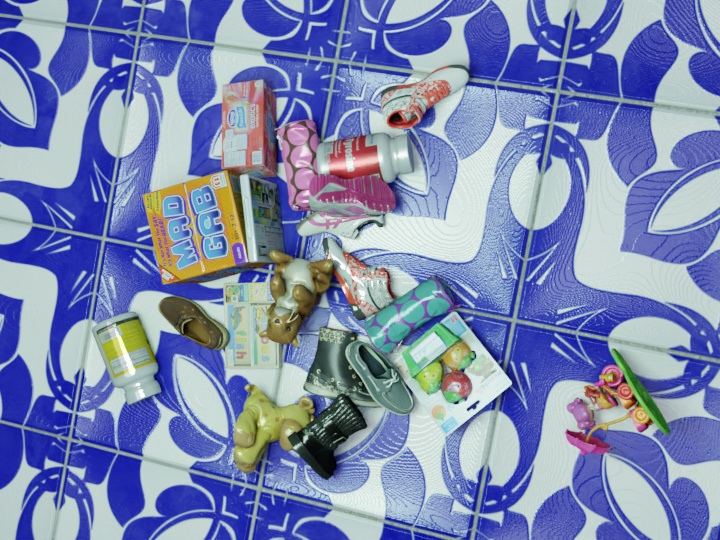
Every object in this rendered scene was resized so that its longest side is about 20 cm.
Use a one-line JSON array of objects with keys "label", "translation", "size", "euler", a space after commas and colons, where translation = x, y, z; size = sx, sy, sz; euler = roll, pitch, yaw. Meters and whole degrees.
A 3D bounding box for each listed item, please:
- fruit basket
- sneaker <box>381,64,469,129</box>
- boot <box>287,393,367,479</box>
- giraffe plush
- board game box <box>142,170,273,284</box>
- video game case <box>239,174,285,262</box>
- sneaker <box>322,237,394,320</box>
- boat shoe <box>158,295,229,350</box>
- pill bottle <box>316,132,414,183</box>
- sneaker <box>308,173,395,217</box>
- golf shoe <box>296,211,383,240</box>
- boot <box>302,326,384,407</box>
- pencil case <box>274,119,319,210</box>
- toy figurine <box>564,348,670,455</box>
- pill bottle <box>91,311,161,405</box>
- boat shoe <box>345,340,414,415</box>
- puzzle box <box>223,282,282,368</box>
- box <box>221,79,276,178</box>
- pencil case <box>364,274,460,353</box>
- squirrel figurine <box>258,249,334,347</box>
[{"label": "fruit basket", "translation": [0.190, 0.218, 1.632], "size": [0.185, 0.094, 0.200], "euler": [-40, 64, 9]}, {"label": "sneaker", "translation": [0.141, -0.364, 1.636], "size": [0.201, 0.067, 0.108], "euler": [-14, 46, 15]}, {"label": "boot", "translation": [-0.054, 0.364, 1.662], "size": [0.158, 0.211, 0.079], "euler": [-38, 58, -8]}, {"label": "giraffe plush", "translation": [-0.186, 0.351, 1.711], "size": [0.162, 0.173, 0.200], "euler": [7, 57, 2]}, {"label": "board game box", "translation": [-0.328, -0.089, 1.697], "size": [0.199, 0.200, 0.200], "euler": [-15, 87, 11]}, {"label": "video game case", "translation": [-0.211, -0.108, 1.673], "size": [0.022, 0.200, 0.183], "euler": [-7, 89, 12]}, {"label": "sneaker", "translation": [0.000, 0.000, 1.699], "size": [0.108, 0.067, 0.202], "euler": [-26, 88, 10]}, {"label": "boat shoe", "translation": [-0.396, 0.118, 1.771], "size": [0.200, 0.068, 0.072], "euler": [31, 100, 21]}, {"label": "pill bottle", "translation": [0.012, -0.239, 1.671], "size": [0.199, 0.112, 0.113], "euler": [-8, 88, 12]}, {"label": "sneaker", "translation": [-0.023, -0.155, 1.633], "size": [0.199, 0.088, 0.082], "euler": [8, 71, -18]}, {"label": "golf shoe", "translation": [-0.046, -0.106, 1.704], "size": [0.200, 0.073, 0.092], "euler": [-19, 88, 11]}, {"label": "boot", "translation": [-0.017, 0.216, 1.700], "size": [0.203, 0.073, 0.154], "euler": [11, 88, 9]}, {"label": "pencil case", "translation": [-0.132, -0.231, 1.716], "size": [0.093, 0.091, 0.201], "euler": [-9, 86, -23]}, {"label": "toy figurine", "translation": [0.498, 0.291, 1.575], "size": [0.184, 0.150, 0.200], "euler": [-36, 61, 19]}, {"label": "pill bottle", "translation": [-0.541, 0.207, 1.788], "size": [0.111, 0.111, 0.200], "euler": [-23, 85, 11]}, {"label": "boat shoe", "translation": [0.047, 0.232, 1.644], "size": [0.073, 0.062, 0.200], "euler": [-41, 92, -23]}, {"label": "puzzle box", "translation": [-0.249, 0.127, 1.771], "size": [0.133, 0.025, 0.201], "euler": [-2, 89, 11]}, {"label": "box", "translation": [-0.250, -0.313, 1.720], "size": [0.102, 0.095, 0.201], "euler": [-4, 79, 12]}, {"label": "pencil case", "translation": [0.110, 0.097, 1.663], "size": [0.200, 0.085, 0.093], "euler": [-36, 88, 10]}, {"label": "squirrel figurine", "translation": [-0.145, 0.079, 1.654], "size": [0.141, 0.200, 0.187], "euler": [12, 69, 3]}]
